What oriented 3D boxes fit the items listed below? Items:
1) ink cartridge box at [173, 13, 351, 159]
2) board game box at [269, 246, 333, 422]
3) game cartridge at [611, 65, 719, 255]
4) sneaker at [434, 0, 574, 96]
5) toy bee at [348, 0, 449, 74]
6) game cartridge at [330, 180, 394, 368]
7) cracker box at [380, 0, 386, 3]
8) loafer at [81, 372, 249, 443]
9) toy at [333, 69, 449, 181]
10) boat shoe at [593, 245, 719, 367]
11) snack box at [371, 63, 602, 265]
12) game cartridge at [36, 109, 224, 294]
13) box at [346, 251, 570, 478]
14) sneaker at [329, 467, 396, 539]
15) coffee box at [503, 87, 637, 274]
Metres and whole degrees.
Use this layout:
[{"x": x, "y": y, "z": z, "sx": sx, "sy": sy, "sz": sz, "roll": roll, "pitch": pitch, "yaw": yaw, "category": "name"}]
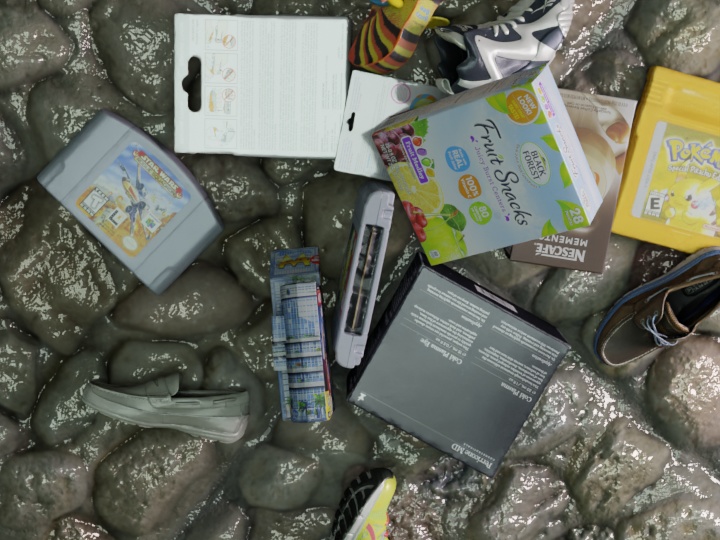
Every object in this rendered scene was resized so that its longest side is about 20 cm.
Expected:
[{"x": -0.111, "y": -0.214, "z": 1.334, "sx": 0.199, "sy": 0.057, "sz": 0.163, "roll": 2, "pitch": 100, "yaw": 4, "category": "ink cartridge box"}, {"x": -0.070, "y": 0.069, "z": 1.330, "sx": 0.061, "sy": 0.200, "sz": 0.201, "roll": -6, "pitch": 86, "yaw": 0, "category": "board game box"}, {"x": 0.396, "y": -0.121, "z": 1.359, "sx": 0.176, "sy": 0.032, "sz": 0.201, "roll": 14, "pitch": 101, "yaw": -3, "category": "game cartridge"}, {"x": 0.148, "y": -0.265, "z": 1.283, "sx": 0.129, "sy": 0.079, "sz": 0.200, "roll": 25, "pitch": 93, "yaw": -26, "category": "sneaker"}, {"x": 0.059, "y": -0.309, "z": 1.274, "sx": 0.108, "sy": 0.131, "sz": 0.201, "roll": 25, "pitch": 119, "yaw": 37, "category": "toy bee"}, {"x": 0.000, "y": 0.000, "z": 1.326, "sx": 0.041, "sy": 0.133, "sz": 0.201, "roll": 11, "pitch": 99, "yaw": -2, "category": "game cartridge"}, {"x": 0.031, "y": -0.396, "z": 1.238, "sx": 0.134, "sy": 0.058, "sz": 0.200, "roll": -31, "pitch": 56, "yaw": 5, "category": "cracker box"}, {"x": -0.231, "y": 0.154, "z": 1.389, "sx": 0.199, "sy": 0.070, "sz": 0.070, "roll": 12, "pitch": 95, "yaw": -10, "category": "loafer"}, {"x": 0.075, "y": -0.155, "z": 1.344, "sx": 0.199, "sy": 0.047, "sz": 0.116, "roll": 10, "pitch": 96, "yaw": -7, "category": "toy"}, {"x": 0.356, "y": 0.049, "z": 1.356, "sx": 0.072, "sy": 0.072, "sz": 0.200, "roll": 42, "pitch": 110, "yaw": -11, "category": "boat shoe"}, {"x": 0.137, "y": -0.111, "z": 1.253, "sx": 0.199, "sy": 0.068, "sz": 0.169, "roll": -16, "pitch": 110, "yaw": 31, "category": "snack box"}, {"x": -0.264, "y": -0.086, "z": 1.361, "sx": 0.200, "sy": 0.042, "sz": 0.133, "roll": 44, "pitch": 101, "yaw": -7, "category": "game cartridge"}, {"x": 0.110, "y": 0.108, "z": 1.361, "sx": 0.200, "sy": 0.104, "sz": 0.183, "roll": 29, "pitch": 98, "yaw": -5, "category": "box"}, {"x": 0.010, "y": 0.334, "z": 1.422, "sx": 0.090, "sy": 0.078, "sz": 0.201, "roll": 19, "pitch": 105, "yaw": -12, "category": "sneaker"}, {"x": 0.239, "y": -0.106, "z": 1.336, "sx": 0.114, "sy": 0.080, "sz": 0.201, "roll": 8, "pitch": 100, "yaw": -1, "category": "coffee box"}]
